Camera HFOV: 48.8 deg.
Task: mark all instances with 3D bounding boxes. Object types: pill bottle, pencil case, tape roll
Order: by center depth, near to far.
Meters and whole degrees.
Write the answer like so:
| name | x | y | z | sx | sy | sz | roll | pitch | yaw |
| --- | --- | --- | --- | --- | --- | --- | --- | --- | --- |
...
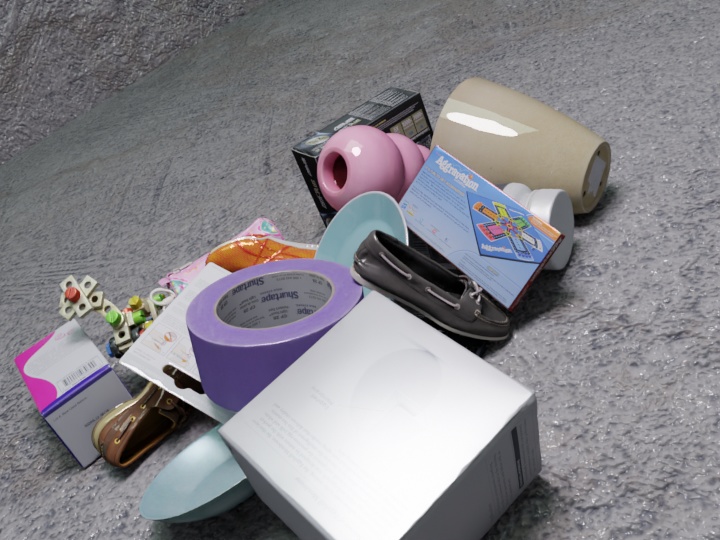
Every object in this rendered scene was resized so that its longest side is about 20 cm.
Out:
| name | x | y | z | sx | sy | sz | roll | pitch | yaw |
| --- | --- | --- | --- | --- | --- | --- | --- | --- | --- |
| tape roll | -0.089 | 0.067 | 0.885 | 0.197 | 0.086 | 0.201 | -7 | 26 | 4 |
| pill bottle | 0.157 | -0.052 | 0.993 | 0.198 | 0.114 | 0.113 | 3 | 39 | 33 |
| pencil case | -0.206 | -0.002 | 1.219 | 0.199 | 0.088 | 0.087 | -32 | 30 | -15 |

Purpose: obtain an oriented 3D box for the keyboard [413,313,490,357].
| name | x | y | z | sx | sy | sz | roll | pitch | yaw |
| --- | --- | --- | --- | --- | --- | --- | --- | --- | --- |
| keyboard | 0.052 | 0.084 | 0.933 | 0.198 | 0.040 | 0.104 | 1 | 39 | 36 |

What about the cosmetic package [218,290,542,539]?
| name | x | y | z | sx | sy | sz | roll | pitch | yaw |
| --- | --- | --- | --- | --- | --- | --- | --- | --- | --- |
| cosmetic package | 0.020 | 0.159 | 0.701 | 0.199 | 0.124 | 0.198 | -39 | 48 | -23 |

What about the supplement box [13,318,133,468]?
| name | x | y | z | sx | sy | sz | roll | pitch | yaw |
| --- | --- | --- | --- | --- | --- | --- | --- | --- | --- |
| supplement box | -0.382 | 0.159 | 1.071 | 0.101 | 0.104 | 0.199 | -36 | 32 | -18 |

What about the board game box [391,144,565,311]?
| name | x | y | z | sx | sy | sz | roll | pitch | yaw |
| --- | --- | --- | --- | --- | --- | --- | --- | --- | --- |
| board game box | 0.132 | -0.054 | 0.929 | 0.200 | 0.019 | 0.104 | 42 | 106 | 32 |

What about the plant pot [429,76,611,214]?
| name | x | y | z | sx | sy | sz | roll | pitch | yaw |
| --- | --- | --- | --- | --- | --- | --- | --- | --- | --- |
| plant pot | 0.224 | -0.149 | 1.062 | 0.198 | 0.189 | 0.187 | 19 | 49 | 33 |

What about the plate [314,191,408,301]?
| name | x | y | z | sx | sy | sz | roll | pitch | yaw |
| --- | --- | --- | --- | --- | --- | --- | --- | --- | --- |
| plate | 0.000 | 0.000 | 0.998 | 0.199 | 0.025 | 0.203 | -27 | 54 | 44 |

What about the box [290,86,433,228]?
| name | x | y | z | sx | sy | sz | roll | pitch | yaw |
| --- | --- | --- | --- | --- | --- | --- | --- | --- | --- |
| box | 0.019 | -0.160 | 1.222 | 0.199 | 0.165 | 0.086 | -35 | 31 | -17 |

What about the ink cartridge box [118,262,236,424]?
| name | x | y | z | sx | sy | sz | roll | pitch | yaw |
| --- | --- | --- | --- | --- | --- | --- | --- | --- | --- |
| ink cartridge box | -0.175 | 0.095 | 0.985 | 0.159 | 0.048 | 0.201 | 27 | 47 | 9 |

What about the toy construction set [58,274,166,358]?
| name | x | y | z | sx | sy | sz | roll | pitch | yaw |
| --- | --- | --- | --- | --- | --- | --- | --- | --- | --- |
| toy construction set | -0.326 | 0.070 | 1.109 | 0.091 | 0.200 | 0.132 | -28 | 64 | 14 |

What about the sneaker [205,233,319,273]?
| name | x | y | z | sx | sy | sz | roll | pitch | yaw |
| --- | --- | --- | --- | --- | --- | --- | --- | --- | --- |
| sneaker | -0.115 | -0.001 | 1.090 | 0.197 | 0.074 | 0.078 | 3 | 47 | -5 |

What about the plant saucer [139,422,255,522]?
| name | x | y | z | sx | sy | sz | roll | pitch | yaw |
| --- | --- | --- | --- | --- | --- | --- | --- | --- | --- |
| plant saucer | -0.138 | 0.209 | 0.842 | 0.199 | 0.039 | 0.201 | -29 | 13 | 7 |

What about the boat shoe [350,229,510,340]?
| name | x | y | z | sx | sy | sz | roll | pitch | yaw |
| --- | --- | --- | --- | --- | --- | --- | --- | --- | --- |
| boat shoe | 0.085 | 0.018 | 0.877 | 0.198 | 0.057 | 0.067 | 23 | 28 | -7 |

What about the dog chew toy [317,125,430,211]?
| name | x | y | z | sx | sy | sz | roll | pitch | yaw |
| --- | --- | --- | --- | --- | --- | --- | --- | --- | --- |
| dog chew toy | 0.034 | -0.139 | 1.119 | 0.124 | 0.127 | 0.198 | 9 | 11 | 44 |

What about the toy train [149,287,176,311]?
| name | x | y | z | sx | sy | sz | roll | pitch | yaw |
| --- | --- | --- | --- | --- | --- | --- | --- | --- | --- |
| toy train | -0.186 | 0.050 | 1.109 | 0.198 | 0.056 | 0.150 | -20 | 46 | -34 |

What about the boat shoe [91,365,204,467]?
| name | x | y | z | sx | sy | sz | roll | pitch | yaw |
| --- | --- | --- | --- | --- | --- | --- | --- | --- | --- |
| boat shoe | -0.238 | 0.168 | 0.988 | 0.200 | 0.072 | 0.067 | -41 | 39 | -17 |
